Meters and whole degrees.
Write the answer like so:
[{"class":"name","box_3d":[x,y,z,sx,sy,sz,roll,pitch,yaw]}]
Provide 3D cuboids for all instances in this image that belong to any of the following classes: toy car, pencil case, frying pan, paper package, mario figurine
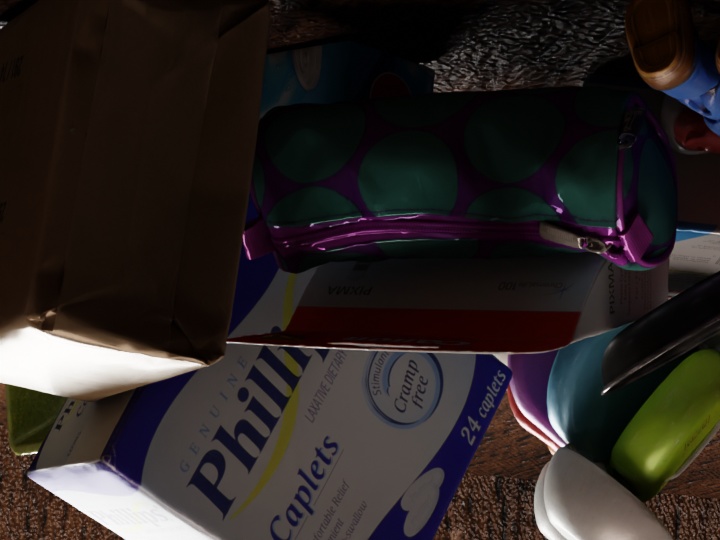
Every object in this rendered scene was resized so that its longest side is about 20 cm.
[{"class":"toy car","box_3d":[0.153,0.073,1.441,0.150,0.175,0.200,41,174,6]},{"class":"pencil case","box_3d":[0.048,-0.041,1.190,0.200,0.093,0.085,-1,132,21]},{"class":"frying pan","box_3d":[0.197,0.009,1.222,0.190,0.031,0.115,-29,172,-12]},{"class":"paper package","box_3d":[-0.135,-0.039,1.236,0.103,0.191,0.200,14,165,-23]},{"class":"mario figurine","box_3d":[0.200,-0.091,1.196,0.123,0.106,0.200,42,-178,35]}]

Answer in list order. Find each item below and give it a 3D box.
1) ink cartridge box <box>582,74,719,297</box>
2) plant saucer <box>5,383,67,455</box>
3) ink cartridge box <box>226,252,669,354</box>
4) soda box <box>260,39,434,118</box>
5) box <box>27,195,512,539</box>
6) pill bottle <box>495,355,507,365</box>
[{"class":"ink cartridge box","box_3d":[0.183,-0.041,1.382,0.144,0.085,0.200,6,169,1]},{"class":"plant saucer","box_3d":[-0.164,0.009,1.522,0.048,0.200,0.200,-1,174,-30]},{"class":"ink cartridge box","box_3d":[0.045,0.008,1.224,0.160,0.047,0.200,1,-175,28]},{"class":"soda box","box_3d":[-0.055,-0.077,1.349,0.200,0.064,0.068,-6,165,45]},{"class":"box","box_3d":[-0.048,0.084,1.376,0.200,0.184,0.105,36,158,-21]},{"class":"pill bottle","box_3d":[0.027,0.035,1.805,0.200,0.110,0.110,6,170,-7]}]
